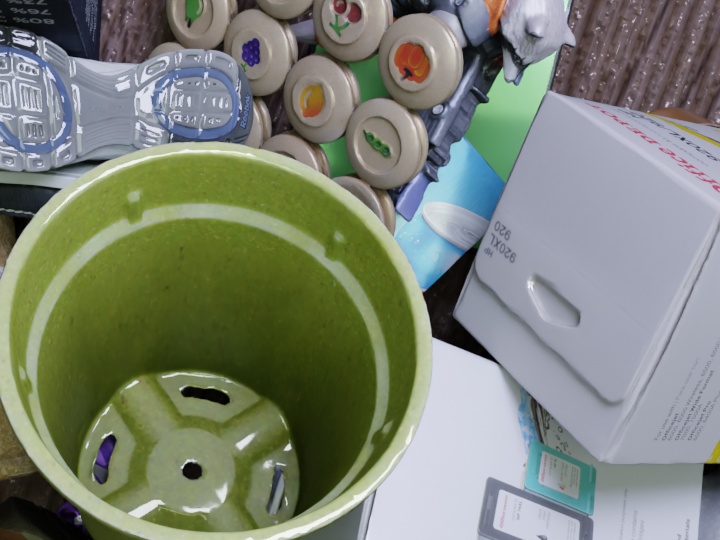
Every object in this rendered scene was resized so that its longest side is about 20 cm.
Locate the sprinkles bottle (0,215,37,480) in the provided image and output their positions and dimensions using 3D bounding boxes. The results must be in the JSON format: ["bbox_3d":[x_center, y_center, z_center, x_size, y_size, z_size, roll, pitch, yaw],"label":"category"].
[{"bbox_3d":[-0.228,0.021,0.755,0.067,0.068,0.203,-7,87,-6],"label":"sprinkles bottle"}]

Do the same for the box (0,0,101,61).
[{"bbox_3d":[-0.216,-0.176,0.689,0.146,0.200,0.106,3,84,-8],"label":"box"}]

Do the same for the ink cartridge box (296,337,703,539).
[{"bbox_3d":[0.067,0.152,0.738,0.198,0.147,0.148,22,60,-16],"label":"ink cartridge box"}]

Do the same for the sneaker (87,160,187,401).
[{"bbox_3d":[-0.118,-0.002,0.783,0.114,0.075,0.202,-25,96,-6],"label":"sneaker"}]

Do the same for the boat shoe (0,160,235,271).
[{"bbox_3d":[-0.121,-0.027,0.718,0.197,0.076,0.061,6,103,6],"label":"boat shoe"}]

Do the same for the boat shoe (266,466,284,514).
[{"bbox_3d":[-0.090,0.195,0.804,0.062,0.075,0.202,19,88,-2],"label":"boat shoe"}]

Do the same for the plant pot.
[{"bbox_3d":[-0.080,0.071,0.654,0.198,0.185,0.203,6,60,-10],"label":"plant pot"}]

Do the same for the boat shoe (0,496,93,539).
[{"bbox_3d":[-0.137,0.210,0.703,0.074,0.076,0.200,-44,108,-10],"label":"boat shoe"}]

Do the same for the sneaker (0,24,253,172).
[{"bbox_3d":[-0.160,-0.085,0.705,0.198,0.087,0.076,3,88,-32],"label":"sneaker"}]

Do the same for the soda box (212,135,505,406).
[{"bbox_3d":[0.000,0.000,0.795,0.200,0.064,0.068,-44,98,0],"label":"soda box"}]

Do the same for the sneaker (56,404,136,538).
[{"bbox_3d":[-0.158,0.171,0.757,0.083,0.080,0.203,-5,88,-37],"label":"sneaker"}]

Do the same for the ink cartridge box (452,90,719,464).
[{"bbox_3d":[0.184,0.007,0.713,0.198,0.147,0.146,5,116,-36],"label":"ink cartridge box"}]

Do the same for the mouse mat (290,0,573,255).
[{"bbox_3d":[0.044,-0.121,0.823,0.159,0.008,0.203,14,93,-7],"label":"mouse mat"}]

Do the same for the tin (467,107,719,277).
[{"bbox_3d":[0.151,-0.021,0.797,0.199,0.042,0.113,-35,136,-10],"label":"tin"}]

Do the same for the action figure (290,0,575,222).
[{"bbox_3d":[0.026,-0.140,0.736,0.192,0.105,0.202,15,76,30],"label":"action figure"}]

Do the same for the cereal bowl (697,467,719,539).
[{"bbox_3d":[0.216,0.185,0.779,0.083,0.200,0.202,30,91,9],"label":"cereal bowl"}]

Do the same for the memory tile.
[{"bbox_3d":[-0.041,-0.111,0.739,0.199,0.017,0.154,37,121,21],"label":"memory tile"}]
